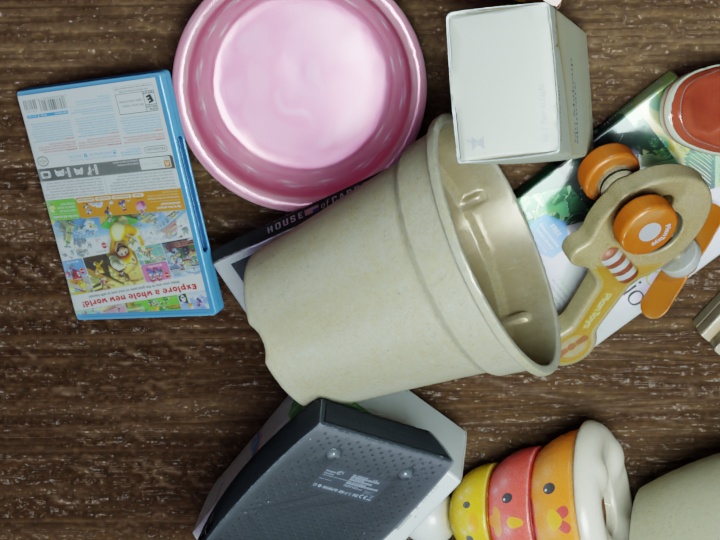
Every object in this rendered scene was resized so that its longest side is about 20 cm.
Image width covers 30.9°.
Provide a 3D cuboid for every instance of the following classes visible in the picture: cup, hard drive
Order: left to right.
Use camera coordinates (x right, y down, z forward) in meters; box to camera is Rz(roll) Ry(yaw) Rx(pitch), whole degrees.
[{"bbox_3d":[-0.035,0.177,1.002,0.135,0.042,0.200,20,128,-28],"label":"hard drive"},{"bbox_3d":[0.302,0.236,1.081,0.143,0.200,0.201,1,109,23],"label":"cup"}]

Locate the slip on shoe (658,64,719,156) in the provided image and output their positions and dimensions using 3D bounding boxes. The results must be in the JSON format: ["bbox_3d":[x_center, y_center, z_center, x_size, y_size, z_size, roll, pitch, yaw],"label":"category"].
[{"bbox_3d":[0.328,-0.124,1.006,0.199,0.061,0.074,3,90,-9],"label":"slip on shoe"}]

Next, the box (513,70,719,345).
[{"bbox_3d":[0.217,-0.045,1.066,0.200,0.036,0.144,-39,102,11],"label":"box"}]

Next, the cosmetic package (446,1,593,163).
[{"bbox_3d":[0.121,-0.130,0.945,0.073,0.200,0.104,-4,94,16],"label":"cosmetic package"}]

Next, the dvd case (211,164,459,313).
[{"bbox_3d":[0.000,0.000,1.068,0.200,0.025,0.150,-25,127,9],"label":"dvd case"}]

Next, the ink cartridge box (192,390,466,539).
[{"bbox_3d":[-0.027,0.182,1.106,0.145,0.088,0.200,35,113,-8],"label":"ink cartridge box"}]

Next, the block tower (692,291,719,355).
[{"bbox_3d":[0.373,0.094,1.095,0.200,0.054,0.058,38,106,-9],"label":"block tower"}]

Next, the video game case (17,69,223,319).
[{"bbox_3d":[-0.196,-0.057,1.061,0.143,0.018,0.201,-3,108,26],"label":"video game case"}]

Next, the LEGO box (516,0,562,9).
[{"bbox_3d":[0.052,-0.254,0.947,0.199,0.149,0.077,14,105,-3],"label":"LEGO box"}]

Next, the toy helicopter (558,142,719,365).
[{"bbox_3d":[0.208,-0.001,1.026,0.132,0.079,0.200,6,129,-30],"label":"toy helicopter"}]

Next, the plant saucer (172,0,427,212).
[{"bbox_3d":[-0.047,-0.148,1.036,0.200,0.051,0.201,0,108,1],"label":"plant saucer"}]

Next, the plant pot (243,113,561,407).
[{"bbox_3d":[0.023,0.013,0.964,0.183,0.201,0.201,-23,106,21],"label":"plant pot"}]

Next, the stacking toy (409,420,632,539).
[{"bbox_3d":[0.128,0.212,1.118,0.199,0.146,0.146,-11,107,22],"label":"stacking toy"}]
